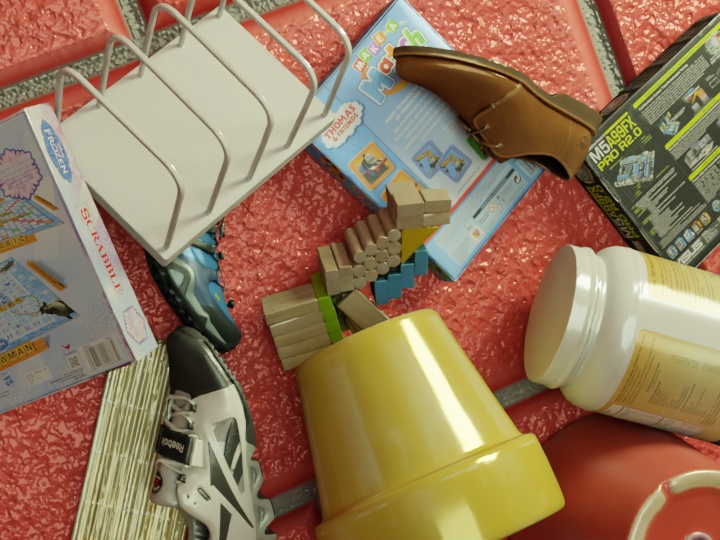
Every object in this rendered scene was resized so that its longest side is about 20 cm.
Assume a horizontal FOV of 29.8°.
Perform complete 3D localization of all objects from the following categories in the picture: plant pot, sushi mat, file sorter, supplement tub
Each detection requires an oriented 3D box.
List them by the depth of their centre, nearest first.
[{"bbox_3d":[-0.120,-0.135,1.038,0.139,0.125,0.200,43,61,7],"label":"file sorter"},{"bbox_3d":[0.039,0.144,1.102,0.199,0.201,0.190,-21,79,-15],"label":"plant pot"},{"bbox_3d":[-0.177,0.157,1.121,0.095,0.012,0.202,13,86,-15],"label":"sushi mat"},{"bbox_3d":[0.249,0.229,1.161,0.199,0.177,0.202,0,89,-16],"label":"plant pot"},{"bbox_3d":[0.255,0.062,1.174,0.198,0.144,0.146,16,85,-8],"label":"supplement tub"}]

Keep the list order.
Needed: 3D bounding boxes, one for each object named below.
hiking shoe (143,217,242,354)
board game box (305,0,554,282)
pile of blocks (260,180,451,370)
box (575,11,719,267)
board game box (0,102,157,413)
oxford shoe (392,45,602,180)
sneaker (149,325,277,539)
[{"bbox_3d":[-0.137,-0.030,1.101,0.086,0.074,0.201,-29,98,-14],"label":"hiking shoe"},{"bbox_3d":[0.054,-0.113,1.177,0.200,0.037,0.152,43,78,-13],"label":"board game box"},{"bbox_3d":[0.000,0.000,1.139,0.200,0.062,0.082,-39,118,10],"label":"pile of blocks"},{"bbox_3d":[0.304,-0.113,1.247,0.200,0.044,0.160,-43,100,-12],"label":"box"},{"bbox_3d":[-0.280,0.004,1.022,0.199,0.041,0.201,-20,97,20],"label":"board game box"},{"bbox_3d":[0.111,-0.133,1.141,0.199,0.071,0.072,22,85,-18],"label":"oxford shoe"},{"bbox_3d":[-0.132,0.147,1.084,0.088,0.074,0.202,-22,104,-31],"label":"sneaker"}]
